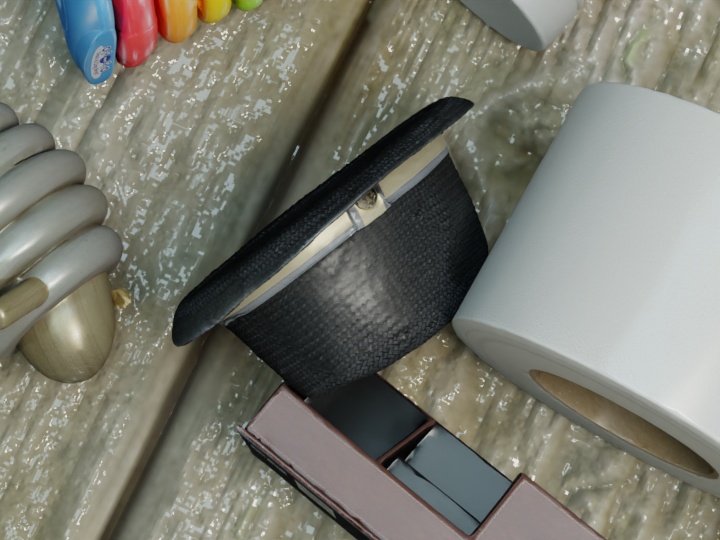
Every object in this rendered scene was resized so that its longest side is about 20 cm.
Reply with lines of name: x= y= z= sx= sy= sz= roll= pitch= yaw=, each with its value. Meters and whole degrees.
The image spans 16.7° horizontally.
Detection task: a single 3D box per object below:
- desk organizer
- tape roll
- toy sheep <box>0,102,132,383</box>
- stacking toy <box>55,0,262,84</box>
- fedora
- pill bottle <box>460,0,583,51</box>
desk organizer: x=0.038 y=0.121 z=1.281 sx=0.200 sy=0.072 sz=0.077 roll=38 pitch=82 yaw=12
tape roll: x=0.164 y=0.017 z=1.224 sx=0.202 sy=0.203 sz=0.140 roll=28 pitch=81 yaw=11
toy sheep: x=-0.202 y=-0.023 z=1.304 sx=0.138 sy=0.138 sz=0.200 roll=-37 pitch=89 yaw=-3
stacking toy: x=-0.073 y=-0.182 z=1.353 sx=0.199 sy=0.116 sz=0.110 roll=-14 pitch=77 yaw=-12
fedora: x=0.000 y=0.000 z=1.265 sx=0.200 sy=0.201 sz=0.092 roll=-37 pitch=95 yaw=-3
pill bottle: x=0.127 y=-0.224 z=1.324 sx=0.113 sy=0.113 sz=0.200 roll=40 pitch=84 yaw=12
